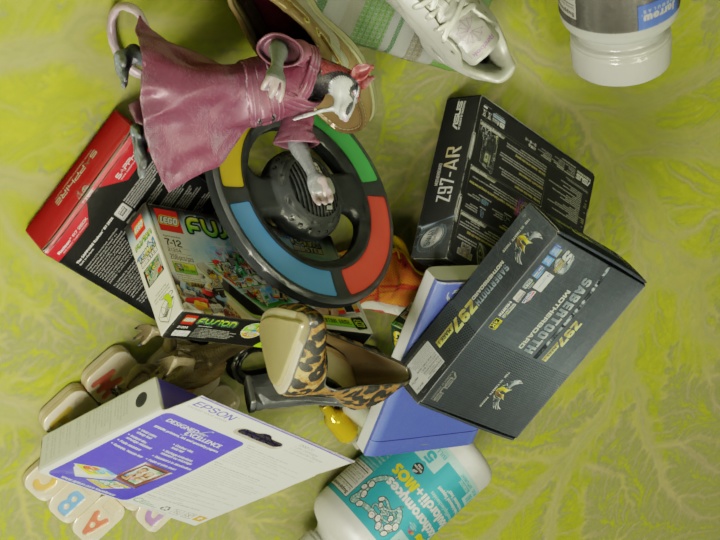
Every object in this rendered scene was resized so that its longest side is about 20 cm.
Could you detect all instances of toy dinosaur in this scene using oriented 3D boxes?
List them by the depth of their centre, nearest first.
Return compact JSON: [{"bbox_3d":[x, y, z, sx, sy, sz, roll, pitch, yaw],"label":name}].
[{"bbox_3d":[-0.147,0.079,1.306,0.199,0.059,0.101,-31,150,23],"label":"toy dinosaur"}]

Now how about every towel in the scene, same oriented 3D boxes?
[{"bbox_3d":[0.041,-0.260,1.307,0.199,0.031,0.150,11,112,-43],"label":"towel"}]

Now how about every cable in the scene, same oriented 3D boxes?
[{"bbox_3d":[-0.037,0.101,1.449,0.199,0.050,0.098,31,95,-46],"label":"cable"}]

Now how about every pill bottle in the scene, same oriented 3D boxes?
[{"bbox_3d":[0.234,-0.278,1.378,0.113,0.114,0.201,-27,130,-21],"label":"pill bottle"},{"bbox_3d":[0.030,0.236,1.543,0.200,0.111,0.111,-42,134,-9],"label":"pill bottle"}]

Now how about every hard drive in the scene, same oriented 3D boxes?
[{"bbox_3d":[0.084,0.084,1.409,0.131,0.025,0.201,-2,127,-35],"label":"hard drive"}]

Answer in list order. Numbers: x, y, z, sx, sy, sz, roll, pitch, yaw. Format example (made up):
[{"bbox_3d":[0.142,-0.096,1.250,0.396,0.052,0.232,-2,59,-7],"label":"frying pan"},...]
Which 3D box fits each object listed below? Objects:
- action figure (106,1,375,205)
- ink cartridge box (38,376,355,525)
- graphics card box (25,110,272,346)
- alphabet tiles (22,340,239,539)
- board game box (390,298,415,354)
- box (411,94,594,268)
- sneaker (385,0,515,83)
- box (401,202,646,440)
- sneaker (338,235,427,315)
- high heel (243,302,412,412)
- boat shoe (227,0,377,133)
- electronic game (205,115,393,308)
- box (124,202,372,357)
[{"bbox_3d":[-0.085,-0.135,1.179,0.198,0.150,0.135,-14,137,-13],"label":"action figure"},{"bbox_3d":[-0.140,0.154,1.316,0.199,0.044,0.198,-25,144,31],"label":"ink cartridge box"},{"bbox_3d":[-0.167,-0.030,1.269,0.126,0.051,0.200,-53,134,2],"label":"graphics card box"},{"bbox_3d":[-0.204,0.156,1.382,0.195,0.015,0.200,-42,134,-8],"label":"alphabet tiles"},{"bbox_3d":[0.093,0.034,1.474,0.200,0.023,0.105,-45,148,-36],"label":"board game box"},{"bbox_3d":[0.141,-0.054,1.448,0.199,0.043,0.162,26,72,-44],"label":"box"},{"bbox_3d":[0.069,-0.228,1.258,0.075,0.100,0.200,-48,136,2],"label":"sneaker"},{"bbox_3d":[0.146,0.051,1.367,0.200,0.051,0.157,-51,139,13],"label":"box"},{"bbox_3d":[0.000,0.000,1.410,0.199,0.073,0.078,1,113,-49],"label":"sneaker"},{"bbox_3d":[-0.008,0.063,1.191,0.141,0.072,0.200,-6,161,-17],"label":"high heel"},{"bbox_3d":[-0.053,-0.177,1.238,0.200,0.073,0.067,52,40,-36],"label":"boat shoe"},{"bbox_3d":[-0.048,-0.063,1.263,0.199,0.202,0.041,13,147,-42],"label":"electronic game"},{"bbox_3d":[-0.089,0.010,1.242,0.199,0.111,0.035,9,136,-42],"label":"box"}]
